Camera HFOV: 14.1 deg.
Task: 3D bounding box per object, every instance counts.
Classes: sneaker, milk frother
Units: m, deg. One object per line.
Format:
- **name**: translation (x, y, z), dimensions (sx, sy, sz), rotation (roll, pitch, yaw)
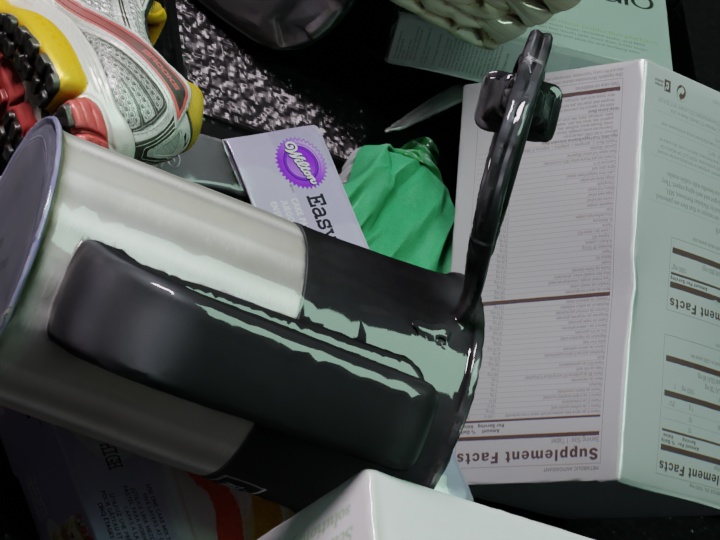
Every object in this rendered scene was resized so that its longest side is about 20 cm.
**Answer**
- **sneaker**: translation (-0.133, -0.107, 1.252), dimensions (0.082, 0.078, 0.200), rotation (-7, 48, -31)
- **milk frother**: translation (-0.036, -0.018, 1.131), dimensions (0.188, 0.180, 0.200), rotation (21, 74, -19)

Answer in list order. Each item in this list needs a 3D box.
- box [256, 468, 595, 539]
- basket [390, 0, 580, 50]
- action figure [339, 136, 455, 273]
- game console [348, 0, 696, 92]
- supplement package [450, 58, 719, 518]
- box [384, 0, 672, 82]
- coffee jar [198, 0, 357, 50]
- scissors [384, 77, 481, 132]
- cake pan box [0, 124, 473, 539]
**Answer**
- **box**: translation (0.012, 0.218, 1.113), dimensions (0.171, 0.199, 0.200), rotation (20, 49, -38)
- **basket**: translation (0.056, -0.224, 1.404), dimensions (0.135, 0.123, 0.200), rotation (26, 47, -35)
- **action figure**: translation (0.000, 0.000, 1.379), dimensions (0.118, 0.055, 0.200), rotation (44, 43, -13)
- **game console**: translation (0.097, -0.093, 1.585), dimensions (0.200, 0.116, 0.176), rotation (-48, 132, -51)
- **supplement package**: translation (0.117, 0.013, 1.396), dimensions (0.109, 0.114, 0.200), rotation (17, 74, -47)
- **box**: translation (0.087, -0.159, 1.526), dimensions (0.144, 0.036, 0.200), rotation (12, 34, -7)
- **coffee jar**: translation (-0.025, -0.206, 1.474), dimensions (0.104, 0.085, 0.200), rotation (38, 41, -11)
- **scissors**: translation (0.070, -0.106, 1.491), dimensions (0.200, 0.014, 0.073), rotation (-16, 48, -36)
- **cake pan box**: translation (-0.068, 0.038, 1.241), dimensions (0.184, 0.052, 0.200), rotation (-9, 69, -35)
